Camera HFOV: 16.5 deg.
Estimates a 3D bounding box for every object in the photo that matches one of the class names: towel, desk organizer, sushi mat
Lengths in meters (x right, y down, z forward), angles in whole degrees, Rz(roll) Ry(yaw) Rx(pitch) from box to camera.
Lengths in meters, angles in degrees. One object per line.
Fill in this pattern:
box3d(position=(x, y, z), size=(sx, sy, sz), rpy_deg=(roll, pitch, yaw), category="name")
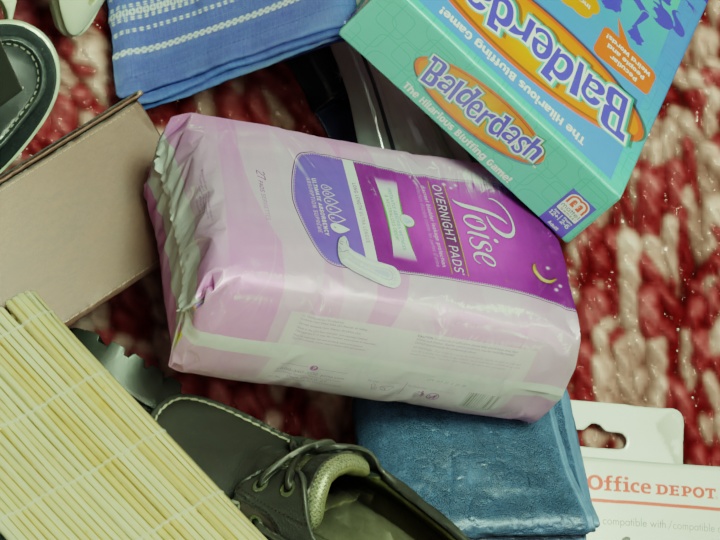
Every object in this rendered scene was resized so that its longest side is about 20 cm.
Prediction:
box3d(position=(-0.078, -0.191, 1.254), size=(0.024, 0.144, 0.202), rpy_deg=(11, 66, -60), category="towel")
box3d(position=(-0.172, 0.002, 1.192), size=(0.199, 0.072, 0.077), rpy_deg=(-35, 93, -26), category="desk organizer")
box3d(position=(0.050, 0.064, 1.233), size=(0.111, 0.049, 0.201), rpy_deg=(3, 48, -10), category="towel")
box3d(position=(-0.123, 0.089, 1.093), size=(0.095, 0.012, 0.200), rpy_deg=(-31, 62, -32), category="sushi mat")

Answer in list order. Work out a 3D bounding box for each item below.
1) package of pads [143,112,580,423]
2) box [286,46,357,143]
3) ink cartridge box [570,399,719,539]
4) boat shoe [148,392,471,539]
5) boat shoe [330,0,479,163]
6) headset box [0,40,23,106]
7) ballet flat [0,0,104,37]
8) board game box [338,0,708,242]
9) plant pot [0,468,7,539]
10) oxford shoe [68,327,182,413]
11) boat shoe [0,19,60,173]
box3d(position=(0.000, 0.000, 1.171), size=(0.198, 0.076, 0.121), rpy_deg=(10, 45, -23), category="package of pads")
box3d(position=(-0.009, -0.170, 1.329), size=(0.121, 0.032, 0.201), rpy_deg=(-31, 91, -27), category="box")
box3d(position=(0.135, 0.161, 1.281), size=(0.116, 0.067, 0.202), rpy_deg=(5, 74, -22), category="ink cartridge box")
box3d(position=(-0.015, 0.106, 1.125), size=(0.199, 0.065, 0.073), rpy_deg=(29, 48, 17), category="boat shoe")
box3d(position=(0.023, -0.119, 1.264), size=(0.074, 0.066, 0.202), rpy_deg=(-29, 103, -69), category="boat shoe")
box3d(position=(-0.260, -0.106, 1.118), size=(0.149, 0.077, 0.200), rpy_deg=(-38, 65, -11), category="headset box")
box3d(position=(-0.174, -0.145, 1.227), size=(0.198, 0.068, 0.073), rpy_deg=(-14, 104, -15), category="ballet flat")
box3d(position=(0.088, -0.128, 1.240), size=(0.152, 0.045, 0.200), rpy_deg=(41, 40, -11), category="board game box")
box3d(position=(-0.180, 0.191, 1.107), size=(0.141, 0.141, 0.201), rpy_deg=(39, 56, -9), category="plant pot")
box3d(position=(-0.077, 0.116, 1.206), size=(0.199, 0.073, 0.085), rpy_deg=(30, 69, 0), category="oxford shoe")
box3d(position=(-0.223, -0.053, 1.173), size=(0.199, 0.062, 0.075), rpy_deg=(-33, 101, -19), category="boat shoe")
